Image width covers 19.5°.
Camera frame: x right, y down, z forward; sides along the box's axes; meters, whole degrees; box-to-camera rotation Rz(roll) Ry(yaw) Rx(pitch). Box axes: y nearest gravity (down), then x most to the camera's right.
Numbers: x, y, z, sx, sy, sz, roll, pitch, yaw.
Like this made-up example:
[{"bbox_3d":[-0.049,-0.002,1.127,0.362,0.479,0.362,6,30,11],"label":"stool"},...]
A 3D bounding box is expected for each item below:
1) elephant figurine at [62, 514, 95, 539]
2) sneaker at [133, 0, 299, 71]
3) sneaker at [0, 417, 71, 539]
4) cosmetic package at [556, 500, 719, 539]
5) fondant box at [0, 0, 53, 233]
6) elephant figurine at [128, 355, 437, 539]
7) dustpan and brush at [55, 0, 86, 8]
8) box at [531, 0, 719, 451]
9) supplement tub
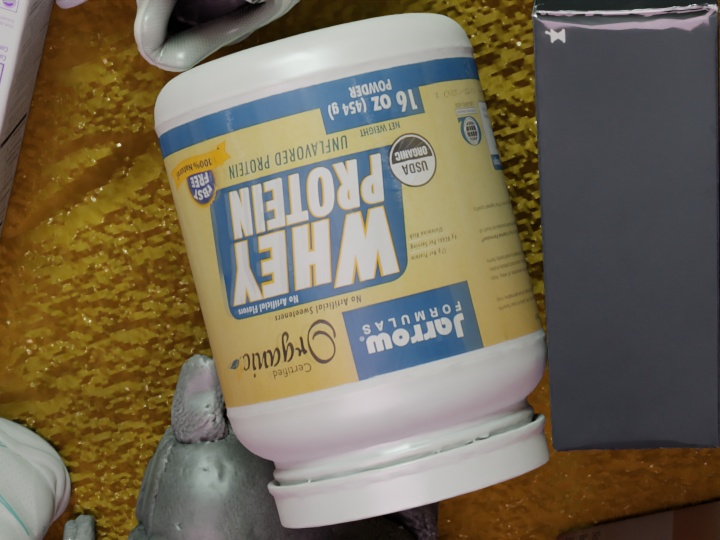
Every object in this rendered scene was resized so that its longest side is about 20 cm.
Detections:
[{"bbox_3d":[-0.206,0.252,1.121,0.142,0.155,0.200,60,144,17],"label":"elephant figurine"},{"bbox_3d":[-0.023,-0.155,0.913,0.200,0.081,0.075,-40,103,22],"label":"sneaker"},{"bbox_3d":[-0.244,0.085,1.065,0.200,0.080,0.070,30,118,-5],"label":"sneaker"},{"bbox_3d":[0.200,0.169,1.024,0.200,0.103,0.087,-14,114,14],"label":"cosmetic package"},{"bbox_3d":[-0.232,-0.090,0.989,0.144,0.058,0.200,18,116,0],"label":"fondant box"},{"bbox_3d":[-0.014,0.149,1.038,0.200,0.142,0.155,15,160,-7],"label":"elephant figurine"},{"bbox_3d":[-0.085,-0.168,0.908,0.200,0.140,0.057,-23,136,39],"label":"dustpan and brush"},{"bbox_3d":[0.117,-0.042,0.911,0.079,0.141,0.200,0,116,9],"label":"box"},{"bbox_3d":[0.000,0.000,0.915,0.145,0.145,0.200,-15,89,15],"label":"supplement tub"}]
